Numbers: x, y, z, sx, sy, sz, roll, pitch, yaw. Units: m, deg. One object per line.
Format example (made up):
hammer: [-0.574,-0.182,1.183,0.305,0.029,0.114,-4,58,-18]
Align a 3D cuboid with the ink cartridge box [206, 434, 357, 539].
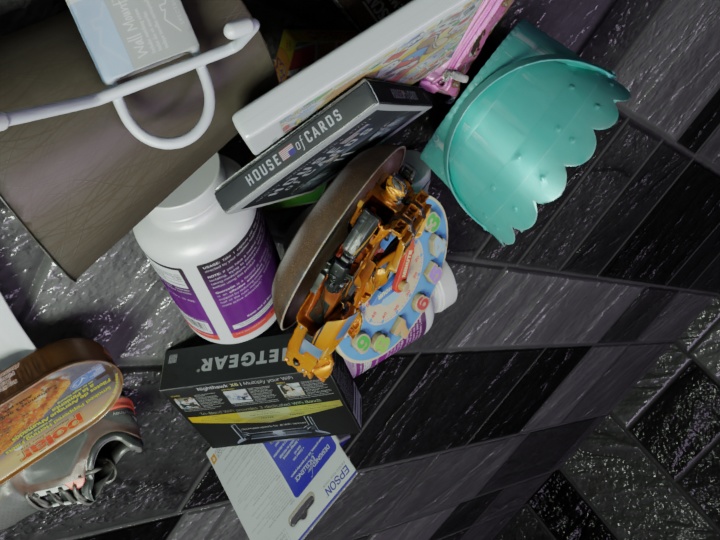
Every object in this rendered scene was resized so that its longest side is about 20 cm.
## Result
ink cartridge box: [-0.100,0.248,0.997,0.047,0.201,0.199,12,122,-53]

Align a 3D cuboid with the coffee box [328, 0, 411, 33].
coffee box: [0.048,-0.288,0.613,0.200,0.080,0.114,-46,150,8]

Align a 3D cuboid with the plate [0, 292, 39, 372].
plate: [-0.379,0.082,0.636,0.197,0.032,0.202,-31,148,-20]

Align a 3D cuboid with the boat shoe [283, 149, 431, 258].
boat shoe: [0.001,-0.056,0.867,0.199,0.071,0.071,-38,148,-19]

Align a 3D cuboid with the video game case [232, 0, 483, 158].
video game case: [-0.001,-0.145,0.597,0.197,0.023,0.182,-33,-179,-2]

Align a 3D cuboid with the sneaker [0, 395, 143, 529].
sneaker: [-0.320,0.222,0.828,0.199,0.082,0.077,-39,150,-5]

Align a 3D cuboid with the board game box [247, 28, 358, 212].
board game box: [-0.057,-0.133,0.743,0.094,0.030,0.203,-14,142,-39]

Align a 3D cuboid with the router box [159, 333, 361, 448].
router box: [-0.109,0.141,0.889,0.194,0.053,0.159,-8,143,11]

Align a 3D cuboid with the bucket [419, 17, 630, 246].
bucket: [0.164,-0.146,0.805,0.209,0.134,0.207,-52,178,-2]

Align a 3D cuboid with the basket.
basket: [-0.166,-0.117,0.540,0.199,0.136,0.182,-38,149,-13]

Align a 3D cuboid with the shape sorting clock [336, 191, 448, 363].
shape sorting clock: [0.037,0.012,0.853,0.198,0.039,0.205,-29,133,-36]

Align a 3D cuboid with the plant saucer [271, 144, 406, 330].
plant saucer: [-0.025,-0.037,0.713,0.202,0.032,0.200,-55,176,-6]

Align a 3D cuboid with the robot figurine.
robot figurine: [0.000,0.000,0.682,0.202,0.058,0.146,-60,176,39]

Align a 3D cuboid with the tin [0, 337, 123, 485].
tin: [-0.317,0.137,0.714,0.198,0.042,0.113,-33,146,-18]

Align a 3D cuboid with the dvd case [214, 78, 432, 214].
dvd case: [-0.022,-0.106,0.648,0.148,0.025,0.200,-33,-179,20]

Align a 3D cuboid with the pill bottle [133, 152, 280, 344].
pill bottle: [-0.136,-0.026,0.699,0.111,0.113,0.202,-33,148,-13]

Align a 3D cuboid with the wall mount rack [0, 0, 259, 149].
wall mount rack: [-0.157,-0.160,0.430,0.171,0.204,0.074,-27,-171,-23]

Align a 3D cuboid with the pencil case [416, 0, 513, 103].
pencil case: [0.109,-0.258,0.711,0.202,0.086,0.082,-55,162,21]

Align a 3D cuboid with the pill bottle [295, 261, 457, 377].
pill bottle: [0.024,0.050,0.978,0.197,0.113,0.114,-28,147,-21]
